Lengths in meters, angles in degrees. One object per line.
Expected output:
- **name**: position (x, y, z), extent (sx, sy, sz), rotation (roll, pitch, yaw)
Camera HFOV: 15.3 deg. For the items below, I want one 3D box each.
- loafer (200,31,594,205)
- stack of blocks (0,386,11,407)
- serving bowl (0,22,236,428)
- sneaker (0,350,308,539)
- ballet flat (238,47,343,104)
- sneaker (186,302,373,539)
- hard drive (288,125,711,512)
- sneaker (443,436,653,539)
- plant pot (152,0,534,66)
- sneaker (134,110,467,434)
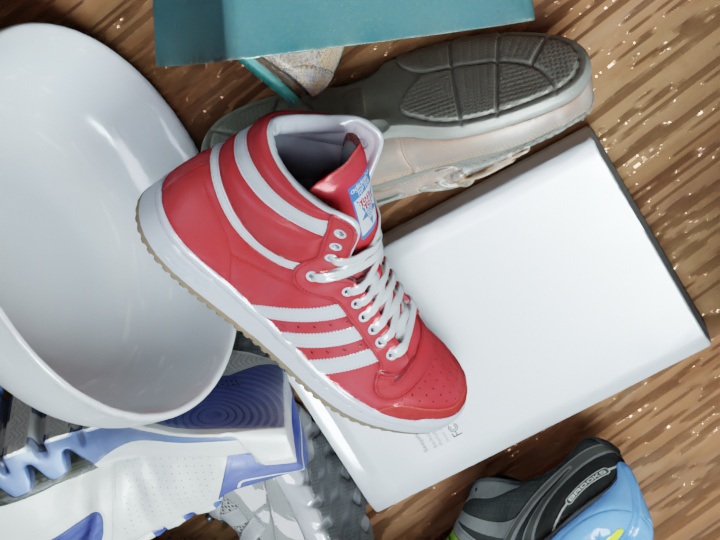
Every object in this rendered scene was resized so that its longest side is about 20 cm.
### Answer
- **loafer**: position (0.023, -0.064, 1.318), extent (0.199, 0.072, 0.063), rotation (-12, 131, 14)
- **stack of blocks**: position (-0.276, 0.015, 1.357), extent (0.198, 0.059, 0.116), rotation (3, 115, 0)
- **serving bowl**: position (-0.146, -0.014, 1.276), extent (0.066, 0.200, 0.201), rotation (-23, 114, 31)
- **sneaker**: position (-0.118, 0.113, 1.338), extent (0.198, 0.081, 0.116), rotation (-10, 120, 8)
- **ballet flat**: position (-0.085, -0.161, 1.278), extent (0.200, 0.068, 0.067), rotation (36, 91, -20)
- **sneaker**: position (-0.059, 0.107, 1.398), extent (0.082, 0.075, 0.201), rotation (-25, 102, 21)
- **hard drive**: position (0.062, 0.028, 1.375), extent (0.199, 0.026, 0.132), rotation (-28, 111, 13)
- **sneaker**: position (0.074, 0.155, 1.413), extent (0.071, 0.083, 0.199), rotation (27, 130, -34)
- **plant pot**: position (-0.022, -0.200, 1.193), extent (0.140, 0.141, 0.202), rotation (-9, 95, -17)
- **sneaker**: position (0.000, 0.000, 1.287), extent (0.200, 0.072, 0.112), rotation (35, 132, -24)
